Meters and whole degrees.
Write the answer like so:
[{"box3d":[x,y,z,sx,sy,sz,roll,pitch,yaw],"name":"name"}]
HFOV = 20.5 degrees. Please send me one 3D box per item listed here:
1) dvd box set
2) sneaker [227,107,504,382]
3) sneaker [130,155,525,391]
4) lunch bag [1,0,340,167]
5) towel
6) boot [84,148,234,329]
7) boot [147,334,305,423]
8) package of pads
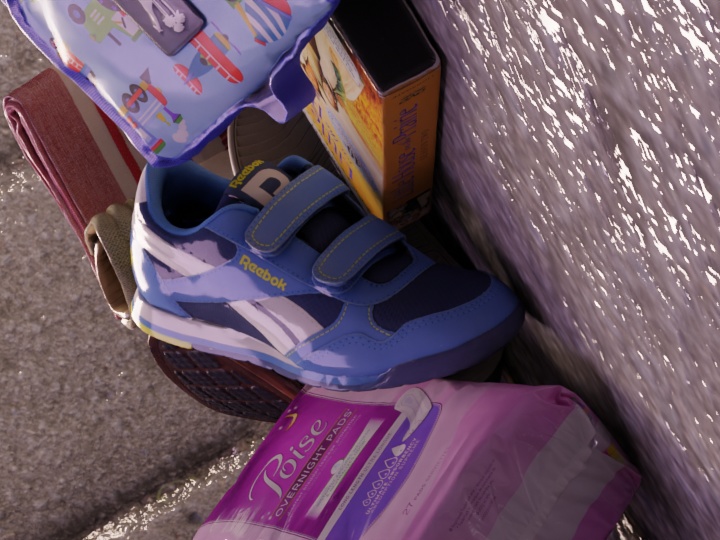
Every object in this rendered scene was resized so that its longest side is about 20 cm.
[{"box3d":[-0.016,-0.105,0.842,0.147,0.029,0.200,59,173,12],"name":"dvd box set"},{"box3d":[0.000,0.000,0.978,0.200,0.075,0.106,57,170,26],"name":"sneaker"},{"box3d":[-0.023,-0.002,0.866,0.200,0.074,0.082,10,117,30],"name":"sneaker"},{"box3d":[-0.081,-0.139,0.749,0.200,0.094,0.151,53,140,1],"name":"lunch bag"},{"box3d":[-0.113,-0.080,1.156,0.023,0.200,0.144,-11,113,38],"name":"towel"},{"box3d":[-0.072,-0.020,1.097,0.072,0.154,0.200,59,172,12],"name":"boot"},{"box3d":[-0.029,0.035,1.031,0.075,0.097,0.200,-1,156,39],"name":"boot"},{"box3d":[0.019,0.106,0.847,0.076,0.121,0.200,45,160,-22],"name":"package of pads"}]
